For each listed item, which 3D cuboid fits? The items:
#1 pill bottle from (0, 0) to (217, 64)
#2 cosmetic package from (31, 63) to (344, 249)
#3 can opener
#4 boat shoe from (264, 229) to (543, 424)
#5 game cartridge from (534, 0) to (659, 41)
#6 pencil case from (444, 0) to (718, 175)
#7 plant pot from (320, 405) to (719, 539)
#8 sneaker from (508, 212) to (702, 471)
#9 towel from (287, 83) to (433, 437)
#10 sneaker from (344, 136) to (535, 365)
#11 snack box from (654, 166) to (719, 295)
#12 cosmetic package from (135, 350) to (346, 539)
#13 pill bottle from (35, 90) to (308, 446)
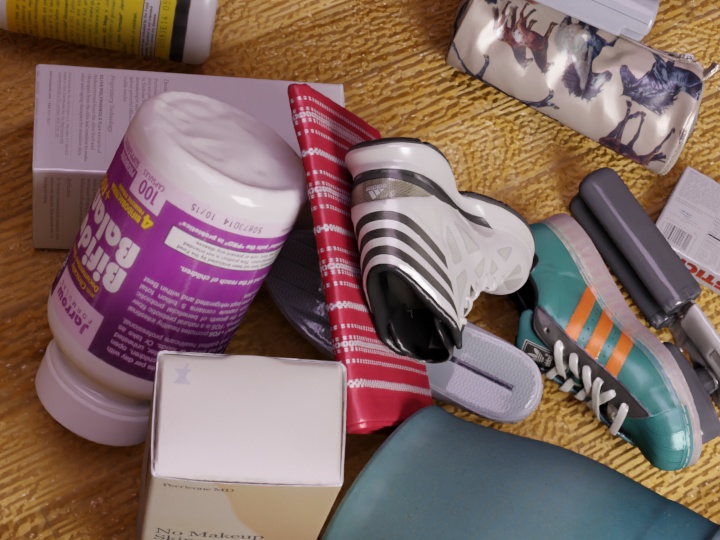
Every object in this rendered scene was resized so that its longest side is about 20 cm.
[{"bbox_3d":[-0.195,-0.214,1.045,0.199,0.113,0.113,9,63,-7],"label":"pill bottle"},{"bbox_3d":[-0.114,-0.067,0.994,0.199,0.108,0.085,2,62,-13],"label":"cosmetic package"},{"bbox_3d":[0.203,0.021,1.046,0.066,0.053,0.201,-22,70,-20],"label":"can opener"},{"bbox_3d":[0.024,0.044,0.992,0.199,0.067,0.074,33,83,6],"label":"boat shoe"},{"bbox_3d":[0.150,-0.224,1.101,0.133,0.042,0.200,27,23,-2],"label":"game cartridge"},{"bbox_3d":[0.155,-0.152,1.104,0.199,0.078,0.090,27,97,2],"label":"pencil case"},{"bbox_3d":[0.082,0.181,0.873,0.187,0.201,0.200,33,62,19],"label":"plant pot"},{"bbox_3d":[0.147,0.056,1.011,0.080,0.072,0.201,-21,62,-19],"label":"sneaker"},{"bbox_3d":[0.000,0.000,0.897,0.022,0.145,0.201,-13,80,16],"label":"towel"},{"bbox_3d":[0.047,0.009,0.912,0.075,0.200,0.116,-8,68,27],"label":"sneaker"},{"bbox_3d":[0.305,0.004,1.091,0.199,0.024,0.072,31,61,5],"label":"snack box"},{"bbox_3d":[-0.073,0.119,0.857,0.104,0.200,0.072,4,63,-8],"label":"cosmetic package"},{"bbox_3d":[-0.119,0.004,0.900,0.112,0.201,0.112,24,25,-12],"label":"pill bottle"}]
